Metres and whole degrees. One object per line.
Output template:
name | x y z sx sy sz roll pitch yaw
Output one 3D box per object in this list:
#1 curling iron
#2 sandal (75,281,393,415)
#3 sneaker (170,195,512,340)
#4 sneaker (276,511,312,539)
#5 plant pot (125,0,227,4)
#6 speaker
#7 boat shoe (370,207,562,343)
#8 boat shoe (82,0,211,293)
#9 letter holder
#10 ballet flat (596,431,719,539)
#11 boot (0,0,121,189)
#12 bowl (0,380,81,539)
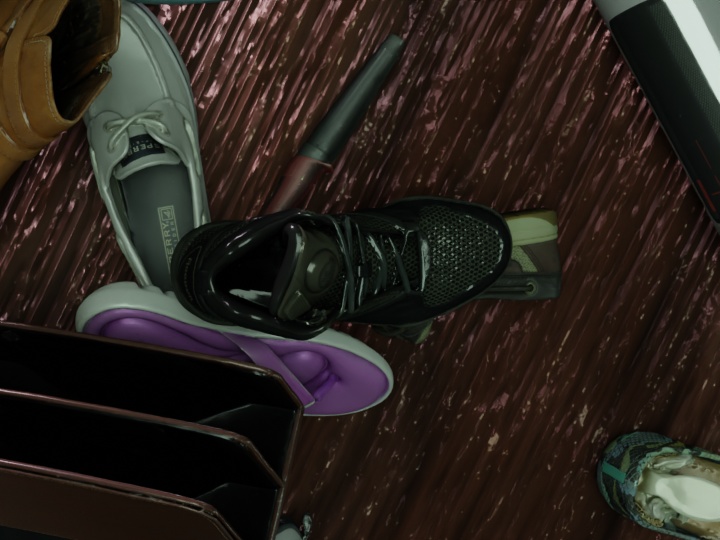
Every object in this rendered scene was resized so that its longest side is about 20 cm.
curling iron | -0.028 -0.062 1.044 0.026 0.049 0.201 41 72 -17
sandal | -0.076 0.063 1.026 0.201 0.083 0.050 15 50 -21
sneaker | 0.000 0.000 0.955 0.197 0.114 0.077 -2 96 -15
sneaker | -0.124 0.173 1.050 0.198 0.078 0.142 3 90 -12
plant pot | -0.071 -0.274 0.973 0.198 0.200 0.198 -10 87 -4
speaker | 0.222 -0.101 1.056 0.081 0.081 0.201 -29 96 -2
boat shoe | 0.030 0.011 1.050 0.199 0.072 0.067 -14 89 -8
boat shoe | -0.130 -0.069 1.034 0.071 0.066 0.202 -10 94 -4
letter holder | -0.147 0.085 0.931 0.198 0.142 0.102 8 70 14
ballet flat | 0.245 0.153 1.078 0.198 0.074 0.075 12 92 -6
boot | -0.199 -0.070 0.959 0.076 0.154 0.202 27 69 -41
bowl | -0.182 0.148 1.011 0.198 0.039 0.203 -4 68 9
